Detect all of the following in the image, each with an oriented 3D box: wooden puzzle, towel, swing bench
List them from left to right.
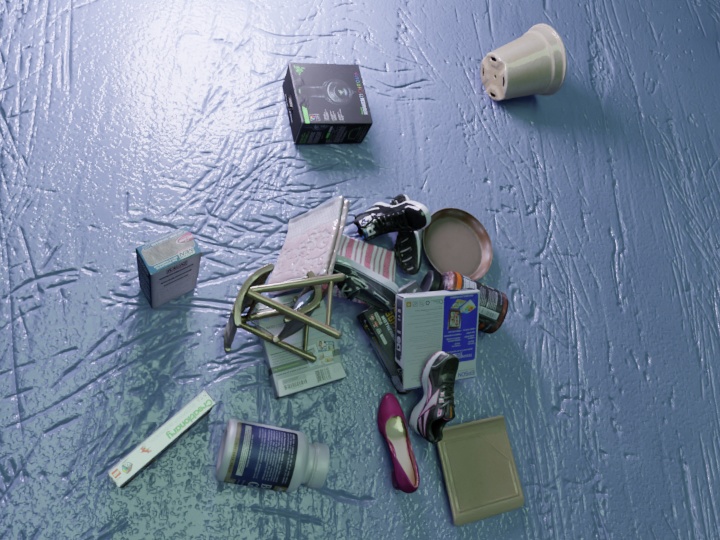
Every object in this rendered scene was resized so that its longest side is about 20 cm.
[{"bbox_3d":[-0.153,0.082,1.061,0.197,0.199,0.132,9,67,-17],"label":"swing bench"},{"bbox_3d":[-0.112,-0.050,1.174,0.032,0.198,0.194,31,59,-33],"label":"towel"},{"bbox_3d":[0.000,0.000,1.269,0.198,0.030,0.149,17,65,-28],"label":"towel"},{"bbox_3d":[0.260,0.436,1.225,0.182,0.037,0.203,-4,77,-22],"label":"wooden puzzle"}]

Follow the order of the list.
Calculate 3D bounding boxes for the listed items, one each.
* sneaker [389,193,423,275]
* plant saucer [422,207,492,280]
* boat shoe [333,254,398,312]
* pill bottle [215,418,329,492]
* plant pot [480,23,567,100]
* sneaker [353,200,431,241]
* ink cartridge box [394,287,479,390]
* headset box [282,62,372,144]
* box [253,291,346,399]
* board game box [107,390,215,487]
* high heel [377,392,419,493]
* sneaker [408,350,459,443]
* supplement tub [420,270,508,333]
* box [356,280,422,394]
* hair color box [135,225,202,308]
[{"bbox_3d":[0.125,-0.086,1.342,0.079,0.073,0.203,16,61,-42],"label":"sneaker"},{"bbox_3d":[0.240,-0.061,1.402,0.197,0.032,0.204,7,69,-19],"label":"plant saucer"},{"bbox_3d":[-0.015,0.030,1.178,0.198,0.072,0.069,27,61,-13],"label":"boat shoe"},{"bbox_3d":[-0.163,0.353,1.049,0.197,0.111,0.113,15,66,-14],"label":"pill bottle"},{"bbox_3d":[0.455,-0.582,1.603,0.181,0.201,0.203,-21,78,-14],"label":"plant pot"},{"bbox_3d":[0.062,-0.103,1.267,0.111,0.199,0.074,-35,114,-28],"label":"sneaker"},{"bbox_3d":[0.168,0.145,1.213,0.195,0.043,0.204,-3,99,-25],"label":"ink cartridge box"},{"bbox_3d":[-0.091,-0.411,1.373,0.197,0.093,0.177,-6,72,-22],"label":"headset box"},{"bbox_3d":[-0.130,0.151,1.177,0.154,0.041,0.203,-12,76,-24],"label":"box"},{"bbox_3d":[-0.350,0.300,0.990,0.035,0.126,0.200,48,62,3],"label":"board game box"},{"bbox_3d":[0.083,0.352,1.151,0.066,0.096,0.203,4,69,-18],"label":"high heel"},{"bbox_3d":[0.173,0.271,1.169,0.079,0.086,0.203,4,108,-29],"label":"sneaker"},{"bbox_3d":[0.239,0.068,1.312,0.197,0.107,0.108,22,64,-11],"label":"supplement tub"},{"bbox_3d":[0.105,0.149,1.247,0.157,0.048,0.202,-29,91,-26],"label":"box"},{"bbox_3d":[-0.364,-0.002,1.056,0.099,0.200,0.061,-29,82,-27],"label":"hair color box"}]
